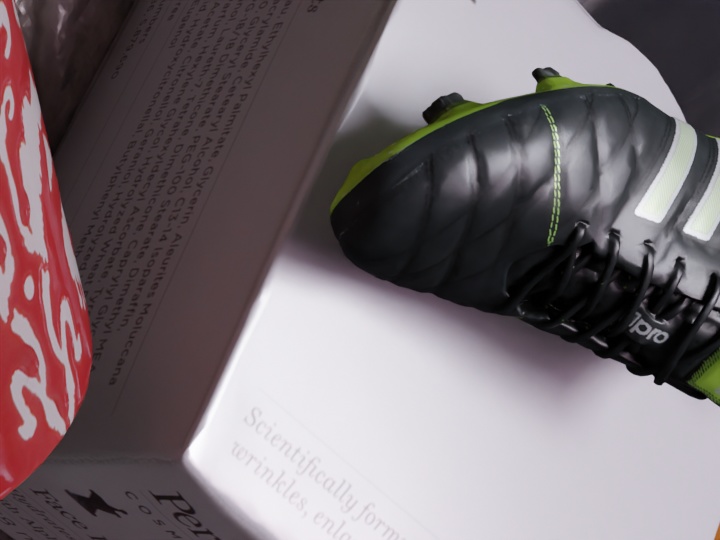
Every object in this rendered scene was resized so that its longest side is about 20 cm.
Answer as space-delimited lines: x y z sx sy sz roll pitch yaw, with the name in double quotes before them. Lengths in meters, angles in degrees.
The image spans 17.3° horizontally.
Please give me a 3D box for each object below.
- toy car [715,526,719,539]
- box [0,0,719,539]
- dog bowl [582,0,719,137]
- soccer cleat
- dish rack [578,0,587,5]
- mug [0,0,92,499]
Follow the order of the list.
"toy car" 0.154 0.204 1.128 0.185 0.176 0.201 77 4 -59
"box" 0.007 0.024 0.708 0.199 0.130 0.201 43 58 -33
"dog bowl" 0.117 -0.011 0.888 0.078 0.200 0.201 21 78 -24
"soccer cleat" 0.078 -0.003 0.631 0.199 0.068 0.081 4 52 -44
"dish rack" 0.140 -0.137 1.038 0.200 0.043 0.172 54 43 -53
"mug" -0.151 -0.039 0.501 0.134 0.176 0.201 -105 -178 -48
